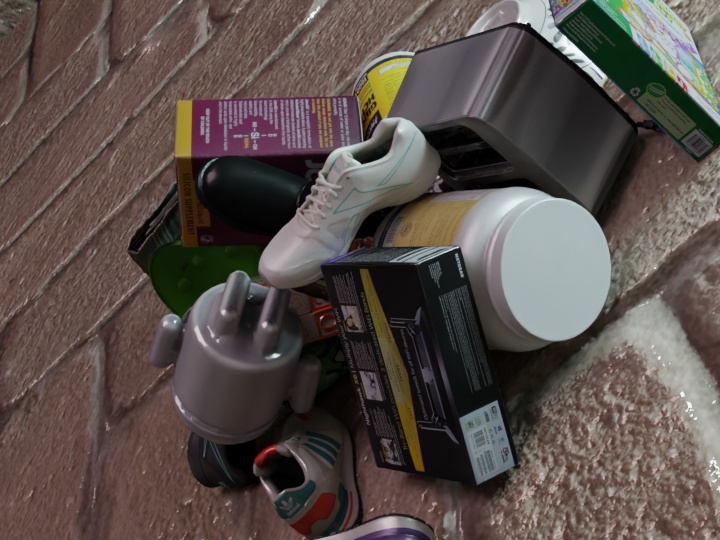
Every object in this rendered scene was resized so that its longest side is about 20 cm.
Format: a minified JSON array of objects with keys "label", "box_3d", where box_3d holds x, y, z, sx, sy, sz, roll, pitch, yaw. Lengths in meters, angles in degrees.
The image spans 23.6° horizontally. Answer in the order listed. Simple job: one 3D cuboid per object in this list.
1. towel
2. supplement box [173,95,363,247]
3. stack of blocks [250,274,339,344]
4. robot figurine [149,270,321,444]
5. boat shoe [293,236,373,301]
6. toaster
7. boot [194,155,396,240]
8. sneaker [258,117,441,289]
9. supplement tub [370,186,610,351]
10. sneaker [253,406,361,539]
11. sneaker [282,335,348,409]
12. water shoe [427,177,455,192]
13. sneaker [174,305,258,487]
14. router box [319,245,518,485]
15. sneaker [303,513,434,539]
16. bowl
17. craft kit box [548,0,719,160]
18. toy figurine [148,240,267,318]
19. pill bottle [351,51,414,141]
[{"label":"towel","box_3d":[-0.204,-0.082,2.011,0.193,0.034,0.200,-51,-5,-8]},{"label":"supplement box","box_3d":[-0.097,-0.105,1.843,0.199,0.131,0.104,-3,42,-2]},{"label":"stack of blocks","box_3d":[-0.076,0.037,1.797,0.115,0.059,0.200,-18,8,-15]},{"label":"robot figurine","box_3d":[-0.121,0.091,1.671,0.201,0.169,0.113,112,178,-45]},{"label":"boat shoe","box_3d":[0.001,0.000,1.660,0.072,0.199,0.068,0,79,61]},{"label":"toaster","box_3d":[0.148,-0.133,1.624,0.200,0.181,0.119,-6,52,56]},{"label":"boot","box_3d":[-0.049,-0.075,1.706,0.162,0.197,0.074,-27,41,59]},{"label":"sneaker","box_3d":[-0.021,-0.066,1.565,0.200,0.080,0.070,-42,51,-4]},{"label":"supplement tub","box_3d":[0.115,-0.001,1.550,0.200,0.145,0.146,1,57,57]},{"label":"sneaker","box_3d":[-0.059,0.180,1.658,0.070,0.093,0.200,-43,28,16]},{"label":"sneaker","box_3d":[-0.070,0.108,1.809,0.085,0.078,0.200,-23,6,-27]},{"label":"water shoe","box_3d":[0.072,-0.026,1.753,0.200,0.071,0.079,-51,46,15]},{"label":"sneaker","box_3d":[-0.141,0.131,1.795,0.075,0.201,0.079,-17,15,-40]},{"label":"router box","box_3d":[0.050,0.080,1.509,0.052,0.201,0.157,-22,12,-31]},{"label":"sneaker","box_3d":[-0.023,0.283,1.504,0.200,0.076,0.088,-30,40,37]},{"label":"bowl","box_3d":[0.165,-0.221,1.797,0.200,0.094,0.201,-36,31,26]},{"label":"craft kit box","box_3d":[0.241,-0.221,1.562,0.048,0.200,0.198,-40,30,21]},{"label":"toy figurine","box_3d":[-0.134,-0.051,2.006,0.185,0.150,0.200,-61,4,-39]},{"label":"pill bottle","box_3d":[0.057,-0.148,1.855,0.112,0.112,0.200,-44,28,16]}]
